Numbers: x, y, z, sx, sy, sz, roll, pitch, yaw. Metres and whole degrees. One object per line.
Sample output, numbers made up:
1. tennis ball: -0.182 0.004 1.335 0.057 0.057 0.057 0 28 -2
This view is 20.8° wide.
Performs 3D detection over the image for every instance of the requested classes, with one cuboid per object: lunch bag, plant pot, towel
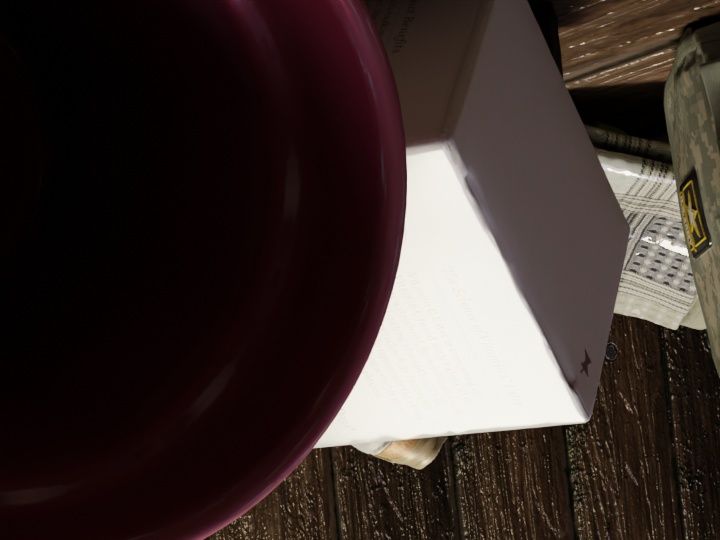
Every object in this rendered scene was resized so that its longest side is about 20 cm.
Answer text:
1. lunch bag: 0.218 -0.031 0.958 0.117 0.165 0.199 -16 169 33
2. plant pot: -0.116 -0.027 0.580 0.199 0.202 0.179 -2 -171 -35
3. towel: 0.140 -0.021 1.143 0.198 0.035 0.193 11 152 -4

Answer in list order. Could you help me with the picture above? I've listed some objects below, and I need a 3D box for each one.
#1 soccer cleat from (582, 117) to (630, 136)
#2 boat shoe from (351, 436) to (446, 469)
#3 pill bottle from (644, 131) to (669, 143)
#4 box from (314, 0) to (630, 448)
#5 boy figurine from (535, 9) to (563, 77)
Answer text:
1. soccer cleat: 0.094 -0.041 1.221 0.199 0.068 0.081 -10 143 39
2. boat shoe: 0.009 0.081 1.254 0.068 0.075 0.200 38 -172 -11
3. pill bottle: 0.191 -0.032 1.277 0.108 0.110 0.200 -3 175 -30
4. box: -0.015 -0.018 0.776 0.199 0.107 0.153 -8 133 27
5. boy figurine: -0.006 -0.068 0.875 0.198 0.065 0.124 -5 174 10
